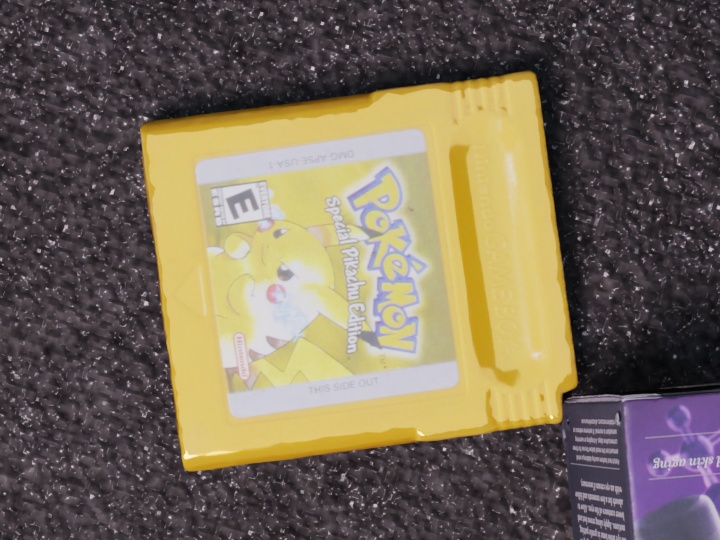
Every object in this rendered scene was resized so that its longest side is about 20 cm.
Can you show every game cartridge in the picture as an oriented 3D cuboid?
[{"bbox_3d":[0.000,0.000,0.855,0.200,0.032,0.176,-8,88,3],"label":"game cartridge"}]

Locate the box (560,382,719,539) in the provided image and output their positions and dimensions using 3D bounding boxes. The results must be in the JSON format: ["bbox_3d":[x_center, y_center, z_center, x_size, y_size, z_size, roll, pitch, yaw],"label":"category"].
[{"bbox_3d":[0.183,0.150,0.794,0.148,0.104,0.200,-5,86,-9],"label":"box"}]
